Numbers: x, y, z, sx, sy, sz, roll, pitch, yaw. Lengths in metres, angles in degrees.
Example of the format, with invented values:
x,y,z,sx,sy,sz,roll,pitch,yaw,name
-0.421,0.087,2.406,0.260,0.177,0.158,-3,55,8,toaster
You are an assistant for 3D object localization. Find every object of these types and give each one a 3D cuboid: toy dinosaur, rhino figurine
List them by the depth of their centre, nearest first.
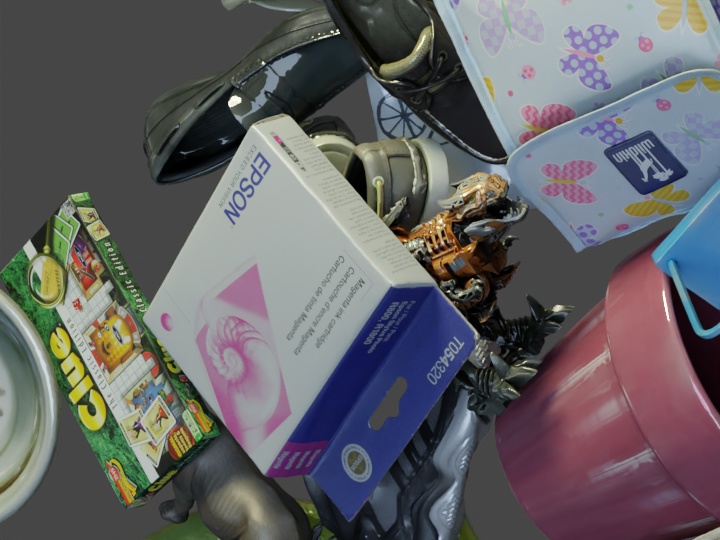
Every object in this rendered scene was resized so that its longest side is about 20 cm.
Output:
x,y,z,sx,sy,sz,roll,pitch,yaw,name
0.057,0.021,1.611,0.136,0.102,0.200,36,149,-1,toy dinosaur
-0.104,0.145,1.761,0.200,0.060,0.088,49,137,23,rhino figurine

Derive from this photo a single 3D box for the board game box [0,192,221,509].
x,y,z,sx,sy,sz,roll,pitch,yaw,name
-0.178,0.057,1.755,0.105,0.023,0.200,-45,69,40,board game box

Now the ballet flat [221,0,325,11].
x,y,z,sx,sy,sz,roll,pitch,yaw,name
-0.013,-0.208,1.670,0.200,0.069,0.070,-6,98,23,ballet flat

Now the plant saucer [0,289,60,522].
x,y,z,sx,sy,sz,roll,pitch,yaw,name
-0.297,0.089,1.818,0.200,0.050,0.201,4,102,21,plant saucer

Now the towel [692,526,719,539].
x,y,z,sx,sy,sz,roll,pitch,yaw,name
0.271,0.224,1.564,0.132,0.035,0.200,-26,122,22,towel

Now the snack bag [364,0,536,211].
x,y,z,sx,sy,sz,roll,pitch,yaw,name
0.094,-0.132,1.685,0.188,0.021,0.201,-8,97,18,snack bag

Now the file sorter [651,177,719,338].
x,y,z,sx,sy,sz,roll,pitch,yaw,name
0.300,0.020,1.481,0.200,0.123,0.139,33,111,-20,file sorter

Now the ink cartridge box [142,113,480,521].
x,y,z,sx,sy,sz,roll,pitch,yaw,name
-0.038,0.037,1.617,0.200,0.043,0.197,50,132,21,ink cartridge box

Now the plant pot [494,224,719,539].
x,y,z,sx,sy,sz,roll,pitch,yaw,name
0.193,0.093,1.616,0.179,0.200,0.200,-32,89,34,plant pot

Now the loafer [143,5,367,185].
x,y,z,sx,sy,sz,roll,pitch,yaw,name
-0.063,-0.115,1.695,0.200,0.071,0.068,-26,132,27,loafer

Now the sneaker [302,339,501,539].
x,y,z,sx,sy,sz,roll,pitch,yaw,name
0.024,0.118,1.718,0.114,0.075,0.201,17,106,10,sneaker

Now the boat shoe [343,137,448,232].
x,y,z,sx,sy,sz,roll,pitch,yaw,name
-0.001,-0.002,1.675,0.060,0.072,0.202,2,126,-26,boat shoe

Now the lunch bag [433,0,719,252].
x,y,z,sx,sy,sz,roll,pitch,yaw,name
0.164,-0.127,1.543,0.169,0.127,0.200,-20,99,28,lunch bag

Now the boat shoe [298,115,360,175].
x,y,z,sx,sy,sz,roll,pitch,yaw,name
-0.070,-0.023,1.732,0.072,0.060,0.202,33,111,-25,boat shoe

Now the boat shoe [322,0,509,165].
x,y,z,sx,sy,sz,roll,pitch,yaw,name
0.033,-0.139,1.611,0.200,0.065,0.073,44,112,-8,boat shoe
